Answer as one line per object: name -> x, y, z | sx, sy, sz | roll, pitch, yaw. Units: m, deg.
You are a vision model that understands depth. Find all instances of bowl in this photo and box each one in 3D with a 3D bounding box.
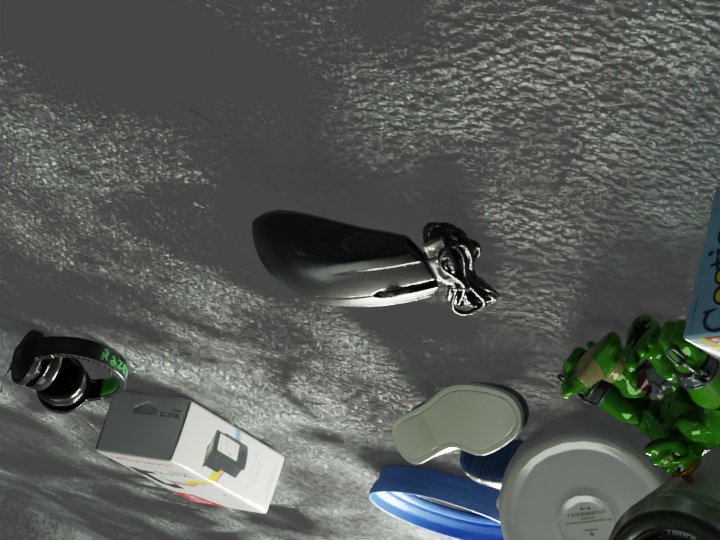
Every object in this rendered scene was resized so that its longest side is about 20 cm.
bowl -> 0.110, 0.292, 1.893 | 0.199, 0.040, 0.201 | 15, 160, 6

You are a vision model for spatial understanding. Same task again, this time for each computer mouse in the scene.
computer mouse -> 0.000, 0.000, 1.184 | 0.198, 0.053, 0.139 | 10, 160, 22

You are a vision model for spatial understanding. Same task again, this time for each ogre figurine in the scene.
ogre figurine -> 0.239, 0.094, 1.180 | 0.120, 0.098, 0.200 | 39, 142, -6

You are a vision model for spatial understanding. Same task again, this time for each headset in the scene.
headset -> -0.368, 0.108, 1.800 | 0.198, 0.095, 0.124 | -8, 148, 20

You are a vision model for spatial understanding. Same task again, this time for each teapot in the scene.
teapot -> 0.234, 0.212, 1.418 | 0.199, 0.199, 0.146 | 32, -158, 16

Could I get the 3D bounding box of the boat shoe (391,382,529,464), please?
boat shoe -> 0.107, 0.143, 1.497 | 0.061, 0.073, 0.200 | -22, 177, -36

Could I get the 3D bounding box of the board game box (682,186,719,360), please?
board game box -> 0.300, 0.005, 0.861 | 0.103, 0.106, 0.199 | 29, 158, -30

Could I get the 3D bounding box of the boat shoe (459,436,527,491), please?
boat shoe -> 0.203, 0.215, 1.575 | 0.199, 0.073, 0.072 | 17, 168, 33

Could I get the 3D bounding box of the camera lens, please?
camera lens -> 0.305, 0.229, 1.224 | 0.159, 0.162, 0.199 | -2, -166, 43

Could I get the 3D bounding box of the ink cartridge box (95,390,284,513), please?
ink cartridge box -> -0.220, 0.235, 1.958 | 0.145, 0.084, 0.200 | 2, 155, 39
